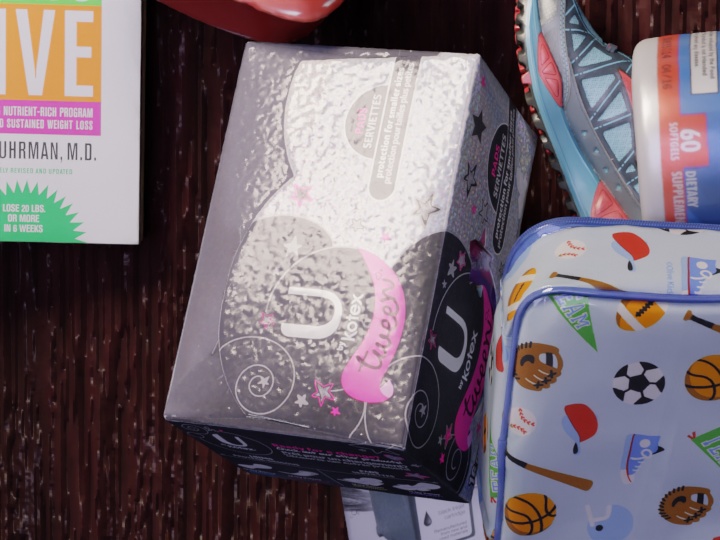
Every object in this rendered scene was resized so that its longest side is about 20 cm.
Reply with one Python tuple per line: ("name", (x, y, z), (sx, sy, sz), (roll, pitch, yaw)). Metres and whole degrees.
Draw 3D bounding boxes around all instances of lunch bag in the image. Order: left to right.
("lunch bag", (0.138, 0.073, 1.006), (0.160, 0.076, 0.200), (2, 123, -1))

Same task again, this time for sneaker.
("sneaker", (0.144, -0.074, 1.117), (0.095, 0.079, 0.200), (-21, 96, 8))

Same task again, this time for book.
("book", (-0.188, -0.117, 1.204), (0.133, 0.048, 0.200), (1, 98, -3))

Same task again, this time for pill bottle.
("pill bottle", (0.232, -0.063, 1.008), (0.200, 0.112, 0.112), (-5, 93, 11))

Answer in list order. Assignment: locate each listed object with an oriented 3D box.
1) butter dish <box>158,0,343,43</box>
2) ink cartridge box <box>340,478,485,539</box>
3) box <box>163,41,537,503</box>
("butter dish", (-0.061, -0.198, 1.134), (0.199, 0.148, 0.200), (25, 60, 13))
("ink cartridge box", (0.067, 0.107, 1.141), (0.146, 0.086, 0.200), (-10, 92, 18))
("box", (0.000, 0.000, 1.056), (0.132, 0.115, 0.200), (5, 74, 23))
